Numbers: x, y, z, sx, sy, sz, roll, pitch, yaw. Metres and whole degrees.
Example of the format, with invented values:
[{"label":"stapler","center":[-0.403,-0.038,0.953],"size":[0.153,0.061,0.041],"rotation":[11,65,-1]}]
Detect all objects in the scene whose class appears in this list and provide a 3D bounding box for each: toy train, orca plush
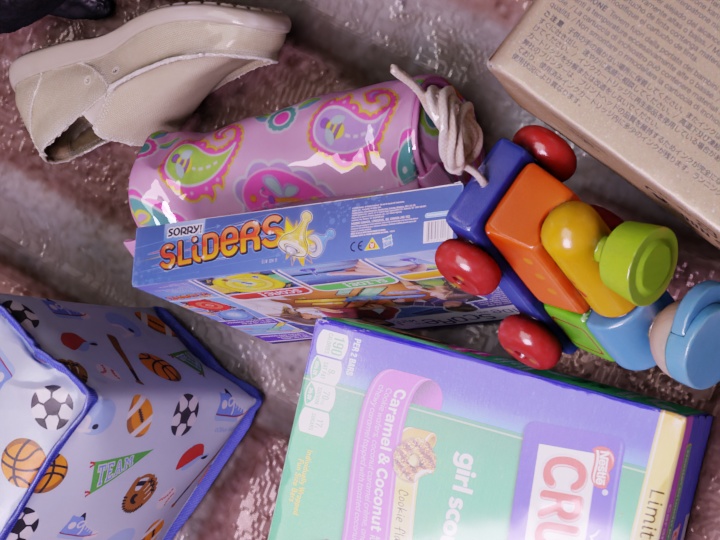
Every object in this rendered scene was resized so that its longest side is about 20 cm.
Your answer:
[{"label":"toy train","center":[0.096,-0.018,1.193],"size":[0.115,0.200,0.085],"rotation":[23,72,42]},{"label":"orca plush","center":[-0.166,-0.185,1.516],"size":[0.200,0.071,0.105],"rotation":[-38,24,20]}]

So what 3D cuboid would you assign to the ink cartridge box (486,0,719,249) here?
[{"label":"ink cartridge box","center":[0.186,-0.097,1.190],"size":[0.200,0.075,0.165],"rotation":[38,90,17]}]

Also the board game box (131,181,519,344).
[{"label":"board game box","center":[0.000,0.000,1.344],"size":[0.199,0.135,0.035],"rotation":[-7,72,31]}]

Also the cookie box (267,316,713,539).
[{"label":"cookie box","center":[0.061,0.128,1.312],"size":[0.199,0.075,0.172],"rotation":[14,95,17]}]

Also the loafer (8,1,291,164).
[{"label":"loafer","center":[-0.117,-0.105,1.464],"size":[0.199,0.075,0.069],"rotation":[-12,82,40]}]

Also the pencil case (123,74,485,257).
[{"label":"pencil case","center":[-0.033,-0.049,1.395],"size":[0.199,0.087,0.088],"rotation":[-10,82,28]}]

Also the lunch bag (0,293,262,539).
[{"label":"lunch bag","center":[-0.181,0.117,1.431],"size":[0.124,0.170,0.201],"rotation":[40,109,30]}]
